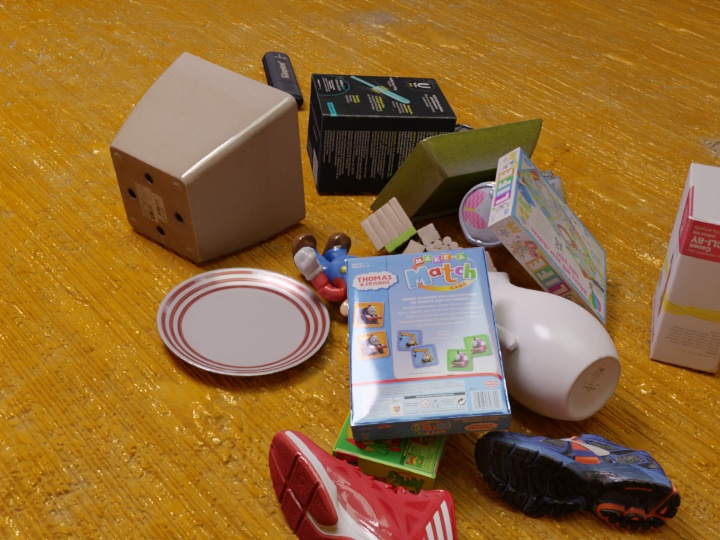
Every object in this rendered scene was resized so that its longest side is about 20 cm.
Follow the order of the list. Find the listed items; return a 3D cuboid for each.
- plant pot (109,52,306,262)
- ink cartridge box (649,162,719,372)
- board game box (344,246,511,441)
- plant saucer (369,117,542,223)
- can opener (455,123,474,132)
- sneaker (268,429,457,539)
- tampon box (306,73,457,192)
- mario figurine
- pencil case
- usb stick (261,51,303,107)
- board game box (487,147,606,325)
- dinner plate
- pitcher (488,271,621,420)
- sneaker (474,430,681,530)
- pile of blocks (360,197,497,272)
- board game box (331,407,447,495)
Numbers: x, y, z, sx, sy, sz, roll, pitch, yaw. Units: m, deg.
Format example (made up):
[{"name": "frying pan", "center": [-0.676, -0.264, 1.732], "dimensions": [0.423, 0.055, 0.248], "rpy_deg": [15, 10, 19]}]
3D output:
[{"name": "plant pot", "center": [-0.206, -0.130, 1.175], "dimensions": [0.199, 0.201, 0.177], "rpy_deg": [25, 50, 25]}, {"name": "ink cartridge box", "center": [0.408, -0.002, 1.075], "dimensions": [0.082, 0.202, 0.145], "rpy_deg": [12, 35, 13]}, {"name": "board game box", "center": [0.062, 0.069, 0.905], "dimensions": [0.149, 0.037, 0.202], "rpy_deg": [-5, 52, 3]}, {"name": "plant saucer", "center": [0.137, -0.126, 1.249], "dimensions": [0.198, 0.200, 0.048], "rpy_deg": [-14, 72, -26]}, {"name": "can opener", "center": [0.120, -0.231, 1.498], "dimensions": [0.199, 0.054, 0.067], "rpy_deg": [26, 7, 26]}, {"name": "sneaker", "center": [0.008, 0.214, 0.825], "dimensions": [0.115, 0.079, 0.200], "rpy_deg": [-14, 51, -41]}, {"name": "tampon box", "center": [0.027, -0.207, 1.364], "dimensions": [0.198, 0.127, 0.150], "rpy_deg": [0, 34, -10]}, {"name": "mario figurine", "center": [0.000, 0.000, 1.079], "dimensions": [0.123, 0.107, 0.200], "rpy_deg": [-35, 42, -13]}, {"name": "pencil case", "center": [0.209, -0.085, 1.215], "dimensions": [0.083, 0.091, 0.199], "rpy_deg": [52, 33, 13]}, {"name": "usb stick", "center": [-0.140, -0.341, 1.611], "dimensions": [0.055, 0.033, 0.201], "rpy_deg": [-3, 36, -12]}, {"name": "board game box", "center": [0.234, -0.037, 1.109], "dimensions": [0.034, 0.200, 0.135], "rpy_deg": [-27, 29, 34]}, {"name": "dinner plate", "center": [-0.135, 0.061, 1.046], "dimensions": [0.198, 0.024, 0.201], "rpy_deg": [4, 36, -3]}, {"name": "pitcher", "center": [0.169, 0.071, 0.981], "dimensions": [0.170, 0.122, 0.200], "rpy_deg": [12, 20, -41]}, {"name": "sneaker", "center": [0.206, 0.195, 0.883], "dimensions": [0.198, 0.076, 0.079], "rpy_deg": [15, 26, -2]}, {"name": "pile of blocks", "center": [0.093, -0.016, 1.178], "dimensions": [0.199, 0.083, 0.062], "rpy_deg": [31, -2, 17]}, {"name": "board game box", "center": [0.045, 0.146, 0.934], "dimensions": [0.100, 0.048, 0.201], "rpy_deg": [13, 35, 10]}]
